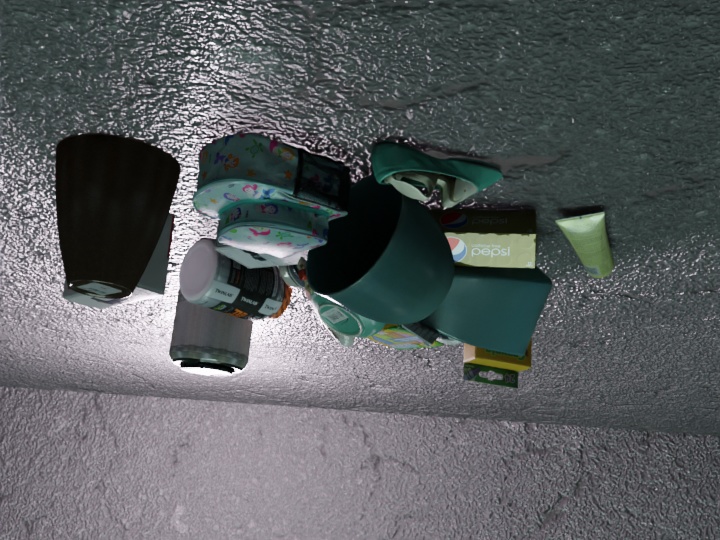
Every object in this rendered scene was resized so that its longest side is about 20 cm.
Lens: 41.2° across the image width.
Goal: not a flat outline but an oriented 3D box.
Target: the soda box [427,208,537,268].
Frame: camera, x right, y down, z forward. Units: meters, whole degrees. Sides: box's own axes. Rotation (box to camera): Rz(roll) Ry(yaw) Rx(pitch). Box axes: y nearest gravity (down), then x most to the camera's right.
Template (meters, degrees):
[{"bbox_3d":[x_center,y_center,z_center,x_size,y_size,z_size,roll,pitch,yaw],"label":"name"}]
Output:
[{"bbox_3d":[0.179,-0.051,1.511,0.196,0.064,0.069,1,128,9],"label":"soda box"}]

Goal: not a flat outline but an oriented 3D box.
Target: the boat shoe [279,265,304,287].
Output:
[{"bbox_3d":[-0.070,-0.002,1.782,0.091,0.076,0.199,-11,166,23],"label":"boat shoe"}]

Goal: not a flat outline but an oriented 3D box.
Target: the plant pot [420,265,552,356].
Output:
[{"bbox_3d":[0.182,0.039,1.591,0.197,0.143,0.142,7,-156,-25],"label":"plant pot"}]

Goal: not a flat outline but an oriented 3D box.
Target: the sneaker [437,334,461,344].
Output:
[{"bbox_3d":[0.118,0.036,1.703,0.079,0.200,0.130,-30,147,-2],"label":"sneaker"}]

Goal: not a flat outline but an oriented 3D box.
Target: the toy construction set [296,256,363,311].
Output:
[{"bbox_3d":[0.000,0.000,1.552,0.197,0.133,0.092,-13,155,-25],"label":"toy construction set"}]

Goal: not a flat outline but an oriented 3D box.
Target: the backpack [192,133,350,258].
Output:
[{"bbox_3d":[-0.133,-0.106,1.334,0.198,0.153,0.176,22,157,-33],"label":"backpack"}]

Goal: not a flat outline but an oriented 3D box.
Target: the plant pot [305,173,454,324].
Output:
[{"bbox_3d":[0.043,-0.014,1.410,0.160,0.203,0.199,36,148,-31],"label":"plant pot"}]

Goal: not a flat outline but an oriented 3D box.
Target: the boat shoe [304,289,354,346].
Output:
[{"bbox_3d":[-0.059,0.086,1.884,0.070,0.071,0.200,-4,-154,-28],"label":"boat shoe"}]

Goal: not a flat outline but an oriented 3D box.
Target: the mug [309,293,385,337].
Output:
[{"bbox_3d":[-0.010,0.054,1.685,0.150,0.115,0.186,14,145,22],"label":"mug"}]

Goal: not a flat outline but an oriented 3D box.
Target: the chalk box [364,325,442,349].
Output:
[{"bbox_3d":[0.094,0.083,1.904,0.123,0.127,0.199,-10,159,39],"label":"chalk box"}]

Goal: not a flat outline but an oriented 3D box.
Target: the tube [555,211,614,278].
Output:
[{"bbox_3d":[0.374,-0.048,1.554,0.052,0.058,0.200,44,180,32],"label":"tube"}]

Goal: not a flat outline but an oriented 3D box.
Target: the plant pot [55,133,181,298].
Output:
[{"bbox_3d":[-0.368,-0.068,1.406,0.184,0.203,0.187,4,164,1],"label":"plant pot"}]

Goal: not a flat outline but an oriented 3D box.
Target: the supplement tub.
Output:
[{"bbox_3d":[-0.230,0.023,1.794,0.121,0.125,0.199,-11,157,42],"label":"supplement tub"}]

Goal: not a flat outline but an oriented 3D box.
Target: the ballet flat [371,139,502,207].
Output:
[{"bbox_3d":[0.104,-0.124,1.326,0.197,0.072,0.067,10,162,-19],"label":"ballet flat"}]

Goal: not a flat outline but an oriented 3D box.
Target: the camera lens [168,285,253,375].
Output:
[{"bbox_3d":[-0.294,0.103,1.920,0.157,0.203,0.160,6,166,1],"label":"camera lens"}]

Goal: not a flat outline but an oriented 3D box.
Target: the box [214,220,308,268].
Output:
[{"bbox_3d":[-0.135,-0.054,1.628,0.197,0.061,0.116,-5,160,28],"label":"box"}]

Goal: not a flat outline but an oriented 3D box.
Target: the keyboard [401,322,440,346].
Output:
[{"bbox_3d":[0.112,0.085,1.577,0.056,0.011,0.200,39,-164,6],"label":"keyboard"}]

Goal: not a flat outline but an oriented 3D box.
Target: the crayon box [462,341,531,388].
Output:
[{"bbox_3d":[0.263,0.114,1.826,0.124,0.203,0.051,11,162,-21],"label":"crayon box"}]

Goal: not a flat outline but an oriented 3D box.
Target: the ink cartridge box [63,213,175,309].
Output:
[{"bbox_3d":[-0.419,-0.023,1.655,0.198,0.147,0.084,-11,157,41],"label":"ink cartridge box"}]
